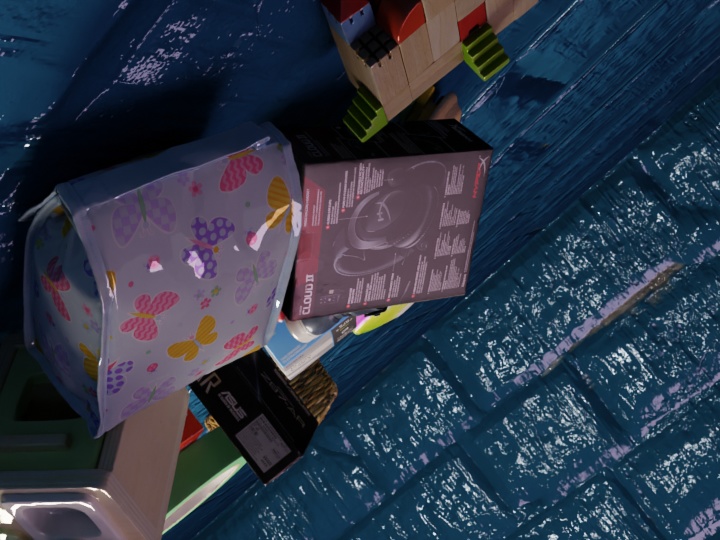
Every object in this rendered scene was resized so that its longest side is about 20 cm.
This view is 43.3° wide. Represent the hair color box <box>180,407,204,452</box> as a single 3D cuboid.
[{"bbox_3d":[-0.268,0.200,1.097,0.064,0.111,0.200,-31,167,-40],"label":"hair color box"}]

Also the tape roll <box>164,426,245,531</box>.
[{"bbox_3d":[-0.221,0.268,1.114,0.200,0.048,0.201,-40,170,-8],"label":"tape roll"}]

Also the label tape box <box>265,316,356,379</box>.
[{"bbox_3d":[-0.079,0.091,1.395,0.143,0.066,0.200,-37,170,-8],"label":"label tape box"}]

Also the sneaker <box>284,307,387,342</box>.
[{"bbox_3d":[0.001,0.002,1.096,0.145,0.077,0.203,-29,-163,24],"label":"sneaker"}]

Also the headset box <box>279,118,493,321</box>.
[{"bbox_3d":[0.004,-0.046,0.793,0.198,0.077,0.150,-8,122,-23],"label":"headset box"}]

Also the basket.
[{"bbox_3d":[-0.149,0.247,1.584,0.199,0.143,0.149,-31,166,-33],"label":"basket"}]

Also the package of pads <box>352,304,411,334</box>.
[{"bbox_3d":[0.060,0.031,1.598,0.155,0.068,0.199,-45,167,27],"label":"package of pads"}]

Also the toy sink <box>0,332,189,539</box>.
[{"bbox_3d":[-0.224,0.153,0.695,0.129,0.202,0.113,-3,140,10],"label":"toy sink"}]

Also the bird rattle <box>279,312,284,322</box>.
[{"bbox_3d":[-0.051,-0.026,0.951,0.164,0.112,0.200,-53,175,-13],"label":"bird rattle"}]

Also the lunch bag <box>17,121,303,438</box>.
[{"bbox_3d":[-0.138,-0.010,0.631,0.169,0.127,0.201,-29,154,-36],"label":"lunch bag"}]

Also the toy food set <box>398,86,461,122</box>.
[{"bbox_3d":[0.045,-0.101,0.937,0.199,0.048,0.200,-60,174,-5],"label":"toy food set"}]

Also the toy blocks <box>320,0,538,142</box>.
[{"bbox_3d":[0.051,-0.199,0.632,0.199,0.100,0.137,-39,157,-3],"label":"toy blocks"}]

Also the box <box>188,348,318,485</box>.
[{"bbox_3d":[-0.122,0.091,0.845,0.043,0.201,0.160,-38,178,3],"label":"box"}]
